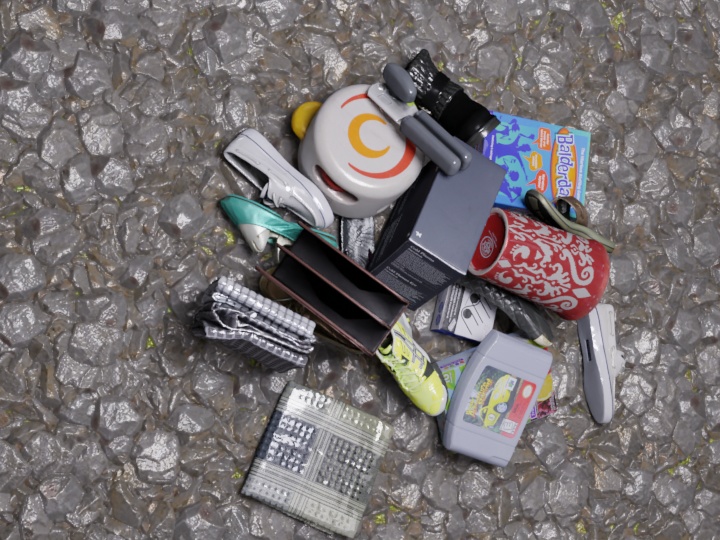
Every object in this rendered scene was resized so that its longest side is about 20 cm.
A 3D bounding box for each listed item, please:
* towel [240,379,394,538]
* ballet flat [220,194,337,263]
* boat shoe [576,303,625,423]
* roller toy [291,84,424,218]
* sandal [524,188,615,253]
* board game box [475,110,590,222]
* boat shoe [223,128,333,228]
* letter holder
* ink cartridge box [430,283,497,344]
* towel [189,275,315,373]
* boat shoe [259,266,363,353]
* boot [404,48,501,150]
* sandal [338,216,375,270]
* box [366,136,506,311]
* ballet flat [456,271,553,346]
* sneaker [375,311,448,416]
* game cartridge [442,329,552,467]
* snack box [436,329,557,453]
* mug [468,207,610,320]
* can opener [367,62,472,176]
[{"bbox_3d":[-0.063,0.296,1.631,0.198,0.035,0.195,26,76,-11],"label":"towel"},{"bbox_3d":[-0.130,-0.051,1.615,0.198,0.067,0.071,22,68,-15],"label":"ballet flat"},{"bbox_3d":[0.416,0.155,1.768,0.069,0.071,0.203,-4,80,-14],"label":"boat shoe"},{"bbox_3d":[-0.004,-0.181,1.629,0.197,0.140,0.185,-1,75,-20],"label":"roller toy"},{"bbox_3d":[0.346,-0.090,1.724,0.199,0.080,0.058,27,92,-30],"label":"sandal"},{"bbox_3d":[0.288,-0.174,1.767,0.197,0.045,0.155,8,83,-17],"label":"board game box"},{"bbox_3d":[-0.129,-0.128,1.615,0.200,0.074,0.065,43,62,7],"label":"boat shoe"},{"bbox_3d":[-0.040,0.023,1.512,0.199,0.142,0.101,36,89,10],"label":"letter holder"},{"bbox_3d":[0.185,0.012,1.720,0.093,0.044,0.203,16,81,-17],"label":"ink cartridge box"},{"bbox_3d":[-0.159,0.087,1.528,0.164,0.200,0.087,26,79,-12],"label":"towel"},{"bbox_3d":[-0.067,0.060,1.616,0.198,0.063,0.074,30,100,-7],"label":"boat shoe"},{"bbox_3d":[0.133,-0.268,1.653,0.079,0.211,0.158,-43,103,6],"label":"boot"},{"bbox_3d":[-0.001,-0.001,1.662,0.074,0.048,0.204,-6,88,-17],"label":"sandal"},{"bbox_3d":[0.113,-0.068,1.608,0.103,0.182,0.202,30,63,-10],"label":"box"},{"bbox_3d":[0.228,0.052,1.668,0.200,0.066,0.057,43,112,5],"label":"ballet flat"},{"bbox_3d":[0.061,0.140,1.607,0.201,0.075,0.076,57,31,6],"label":"sneaker"},{"bbox_3d":[0.210,0.201,1.643,0.132,0.041,0.202,21,94,-21],"label":"game cartridge"},{"bbox_3d":[0.215,0.192,1.690,0.197,0.053,0.144,-18,108,-17],"label":"snack box"},{"bbox_3d":[0.259,-0.016,1.638,0.198,0.177,0.135,19,90,-28],"label":"mug"},{"bbox_3d":[0.086,-0.221,1.541,0.052,0.067,0.200,-28,67,-34],"label":"can opener"}]
